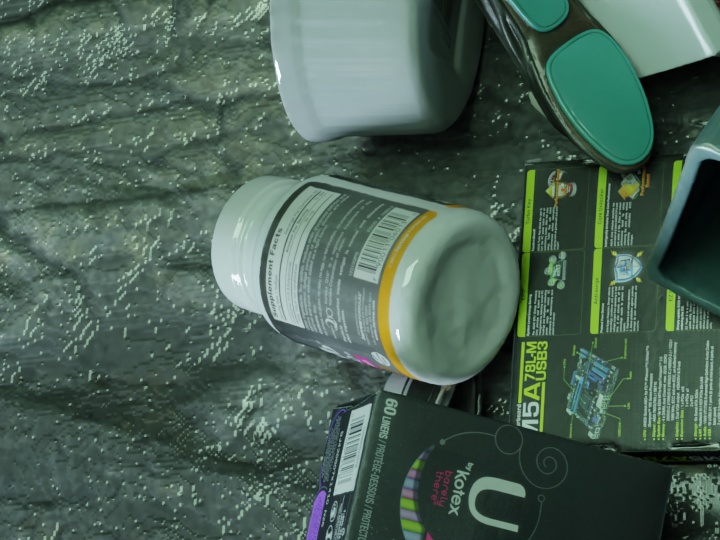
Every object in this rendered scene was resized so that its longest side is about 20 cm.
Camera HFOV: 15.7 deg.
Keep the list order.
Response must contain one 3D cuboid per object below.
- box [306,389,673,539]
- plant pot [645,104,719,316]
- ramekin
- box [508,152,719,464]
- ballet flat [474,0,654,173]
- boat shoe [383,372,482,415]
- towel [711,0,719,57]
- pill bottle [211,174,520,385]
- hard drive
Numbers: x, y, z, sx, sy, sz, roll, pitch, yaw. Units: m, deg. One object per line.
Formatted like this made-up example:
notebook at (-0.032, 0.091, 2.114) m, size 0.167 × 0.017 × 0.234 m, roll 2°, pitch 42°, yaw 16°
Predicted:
box at (0.076, 0.159, 1.605) m, size 0.198 × 0.106 × 0.123 m, roll 15°, pitch 78°, yaw -13°
plant pot at (0.310, -0.069, 1.557) m, size 0.195 × 0.197 × 0.201 m, roll 27°, pitch 68°, yaw 8°
ramekin at (0.017, -0.185, 1.750) m, size 0.097 × 0.200 × 0.202 m, roll 4°, pitch 75°, yaw 17°
box at (0.194, 0.025, 1.683) m, size 0.192 × 0.047 × 0.202 m, roll -4°, pitch 73°, yaw 27°
ballet flat at (0.127, -0.148, 1.715) m, size 0.068 × 0.068 × 0.201 m, roll -29°, pitch 85°, yaw -18°
boat shoe at (0.044, 0.158, 1.696) m, size 0.068 × 0.073 × 0.201 m, roll -5°, pitch 62°, yaw 39°
towel at (0.251, -0.212, 1.744) m, size 0.199 × 0.023 × 0.145 m, roll 7°, pitch 78°, yaw 27°
pill bottle at (0.000, 0.000, 1.727) m, size 0.199 × 0.116 × 0.117 m, roll 15°, pitch 81°, yaw 44°
hard drive at (0.151, -0.220, 1.689) m, size 0.026 × 0.201 × 0.132 m, roll -36°, pitch 12°, yaw -28°
